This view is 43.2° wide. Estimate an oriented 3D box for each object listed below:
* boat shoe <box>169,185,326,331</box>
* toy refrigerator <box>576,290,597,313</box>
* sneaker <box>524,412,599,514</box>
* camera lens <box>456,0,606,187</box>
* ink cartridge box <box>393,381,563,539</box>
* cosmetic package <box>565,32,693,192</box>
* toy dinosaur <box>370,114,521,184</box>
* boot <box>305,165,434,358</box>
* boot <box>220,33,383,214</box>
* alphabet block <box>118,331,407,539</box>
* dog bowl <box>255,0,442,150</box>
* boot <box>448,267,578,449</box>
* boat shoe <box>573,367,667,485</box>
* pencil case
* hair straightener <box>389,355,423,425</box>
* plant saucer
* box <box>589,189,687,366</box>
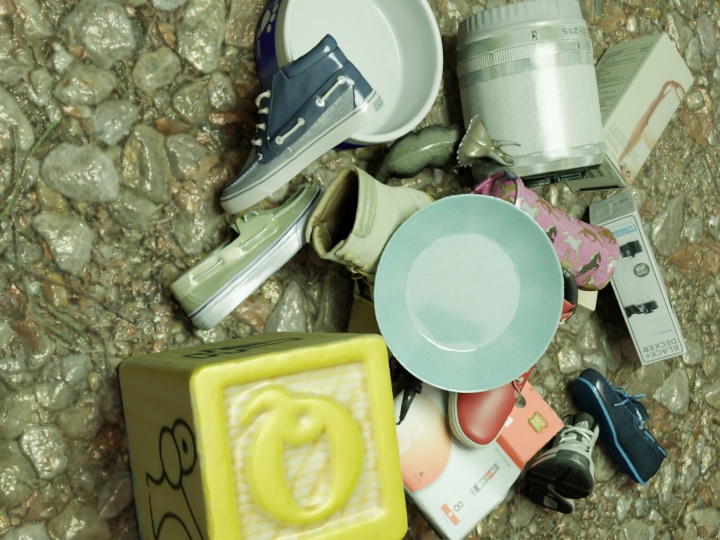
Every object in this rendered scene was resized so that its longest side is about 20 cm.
[{"bbox_3d":[-0.108,-0.027,0.927,0.062,0.072,0.200,49,66,-14],"label":"boat shoe"},{"bbox_3d":[0.201,-0.012,1.121,0.199,0.070,0.077,22,70,-30],"label":"toy refrigerator"},{"bbox_3d":[0.248,0.213,1.094,0.075,0.201,0.116,18,67,12],"label":"sneaker"},{"bbox_3d":[0.198,-0.200,1.071,0.159,0.159,0.203,-11,94,-31],"label":"camera lens"},{"bbox_3d":[0.119,0.179,1.021,0.200,0.050,0.163,-40,85,-13],"label":"ink cartridge box"},{"bbox_3d":[0.338,-0.205,1.193,0.087,0.103,0.201,46,68,-24],"label":"cosmetic package"},{"bbox_3d":[0.068,-0.132,1.008,0.198,0.102,0.078,-9,86,-4],"label":"toy dinosaur"},{"bbox_3d":[0.000,0.000,0.949,0.154,0.072,0.202,13,95,-56],"label":"boot"},{"bbox_3d":[-0.079,-0.143,0.901,0.199,0.073,0.091,-34,106,17],"label":"boot"},{"bbox_3d":[-0.096,0.164,0.851,0.195,0.199,0.198,-10,94,-32],"label":"alphabet block"},{"bbox_3d":[-0.011,-0.235,0.989,0.198,0.079,0.203,1,88,-32],"label":"dog bowl"},{"bbox_3d":[0.170,0.091,0.986,0.072,0.144,0.201,31,59,-8],"label":"boot"},{"bbox_3d":[0.342,0.193,1.200,0.068,0.084,0.201,-39,123,-7],"label":"boat shoe"},{"bbox_3d":[0.209,-0.042,1.031,0.199,0.082,0.087,25,85,-34],"label":"pencil case"},{"bbox_3d":[0.055,0.081,1.025,0.041,0.076,0.202,50,48,-44],"label":"hair straightener"},{"bbox_3d":[0.109,0.023,0.942,0.198,0.039,0.204,0,93,-7],"label":"plant saucer"},{"bbox_3d":[0.361,0.008,1.190,0.202,0.060,0.117,65,19,-13],"label":"box"}]
